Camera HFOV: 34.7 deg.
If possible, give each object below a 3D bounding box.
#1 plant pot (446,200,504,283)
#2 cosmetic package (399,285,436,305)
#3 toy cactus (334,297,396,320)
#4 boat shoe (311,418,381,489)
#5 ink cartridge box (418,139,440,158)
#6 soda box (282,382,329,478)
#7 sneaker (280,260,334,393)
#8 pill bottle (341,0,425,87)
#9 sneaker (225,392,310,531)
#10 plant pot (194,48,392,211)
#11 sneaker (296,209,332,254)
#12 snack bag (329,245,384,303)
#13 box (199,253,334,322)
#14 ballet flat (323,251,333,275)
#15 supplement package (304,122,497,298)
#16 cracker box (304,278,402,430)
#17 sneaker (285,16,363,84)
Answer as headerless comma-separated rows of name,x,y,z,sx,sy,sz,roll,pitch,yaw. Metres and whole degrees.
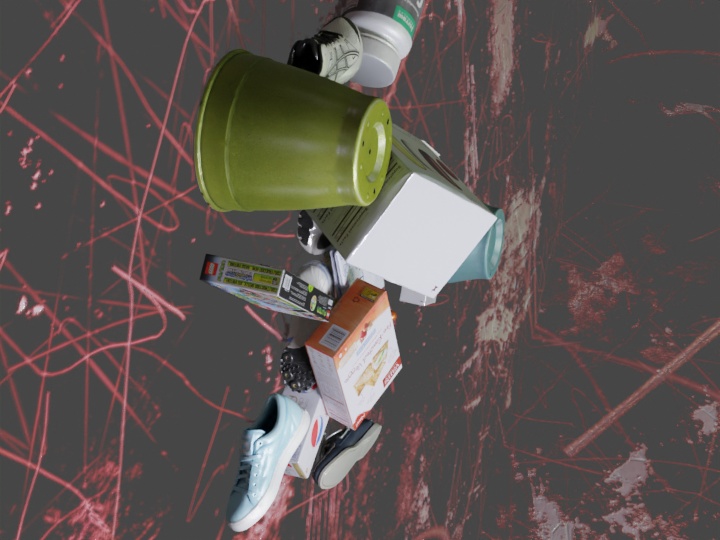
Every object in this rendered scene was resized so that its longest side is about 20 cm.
plant pot,0.166,-0.063,2.163,0.200,0.187,0.201,11,90,-72
cosmetic package,0.114,-0.044,1.968,0.083,0.050,0.201,-8,108,-75
toy cactus,-0.016,0.125,1.896,0.165,0.102,0.201,-51,156,-38
boat shoe,-0.034,0.301,1.956,0.200,0.062,0.075,-38,152,-51
ink cartridge box,0.066,-0.120,1.995,0.147,0.082,0.201,21,81,-72
soda box,-0.084,0.209,1.759,0.068,0.063,0.201,69,36,-57
sneaker,-0.073,0.084,1.714,0.072,0.071,0.201,-29,129,-71
pill bottle,0.032,-0.380,1.705,0.113,0.112,0.201,60,43,-63
sneaker,-0.149,0.262,1.616,0.082,0.074,0.201,45,57,-32
plant pot,-0.070,-0.155,1.396,0.200,0.192,0.202,11,90,-71
sneaker,-0.047,-0.123,1.707,0.083,0.080,0.201,-21,130,-85
snack bag,0.000,0.000,1.759,0.189,0.021,0.201,-62,152,-50
box,-0.116,0.024,1.489,0.200,0.109,0.035,35,67,-70
ballet flat,-0.038,-0.091,1.773,0.057,0.066,0.201,5,95,-34
supplement package,0.036,-0.099,1.549,0.191,0.200,0.147,22,112,-46
cracker box,-0.006,0.126,1.705,0.134,0.057,0.200,-51,151,-26
sneaker,-0.051,-0.290,1.565,0.088,0.075,0.201,78,28,-49
